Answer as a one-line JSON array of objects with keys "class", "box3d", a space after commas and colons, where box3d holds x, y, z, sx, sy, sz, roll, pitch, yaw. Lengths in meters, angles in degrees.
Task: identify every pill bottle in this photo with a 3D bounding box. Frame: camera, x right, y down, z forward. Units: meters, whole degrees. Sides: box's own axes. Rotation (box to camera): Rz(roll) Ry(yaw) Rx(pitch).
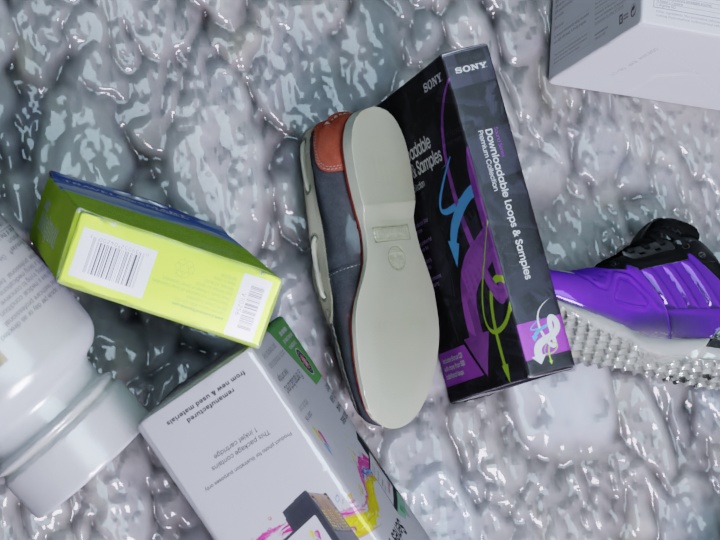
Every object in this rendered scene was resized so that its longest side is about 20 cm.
[{"class": "pill bottle", "box3d": [-0.219, 0.040, 1.289, 0.114, 0.114, 0.200, -43, 95, -19]}]

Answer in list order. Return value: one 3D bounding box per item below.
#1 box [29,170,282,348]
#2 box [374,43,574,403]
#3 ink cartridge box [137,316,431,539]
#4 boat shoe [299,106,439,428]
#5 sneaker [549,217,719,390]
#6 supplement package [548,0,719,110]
[{"class": "box", "box3d": [-0.123, -0.010, 1.294, 0.121, 0.200, 0.048, 19, 94, -15]}, {"class": "box", "box3d": [0.066, -0.025, 1.378, 0.036, 0.143, 0.201, -12, 84, -18]}, {"class": "ink cartridge box", "box3d": [-0.031, 0.138, 1.308, 0.084, 0.145, 0.200, -34, 92, 7]}, {"class": "boat shoe", "box3d": [0.000, 0.000, 1.396, 0.071, 0.062, 0.201, -1, 82, -45]}, {"class": "sneaker", "box3d": [0.177, 0.011, 1.445, 0.199, 0.069, 0.100, 15, 69, -29]}, {"class": "supplement package", "box3d": [0.222, -0.224, 1.456, 0.150, 0.152, 0.201, 7, 78, -17]}]
